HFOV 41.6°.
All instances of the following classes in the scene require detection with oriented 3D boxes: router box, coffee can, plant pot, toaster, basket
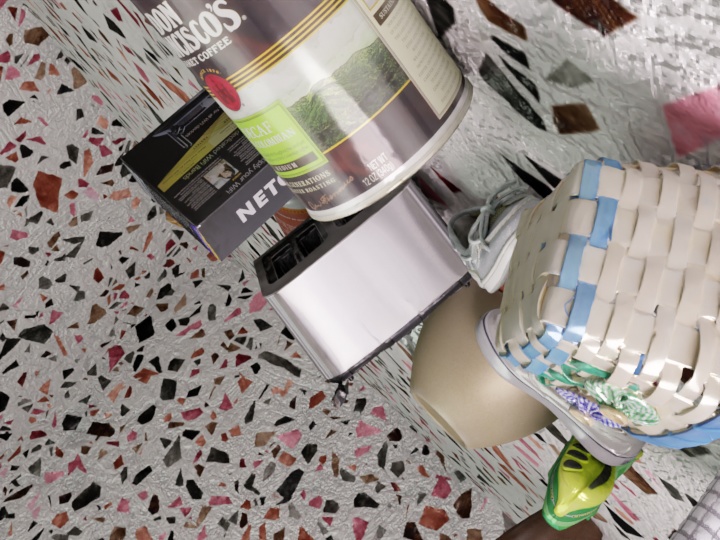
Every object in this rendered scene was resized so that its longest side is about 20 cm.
[{"bbox_3d":[-0.108,-0.123,0.898,0.157,0.200,0.052,38,165,41],"label":"router box"},{"bbox_3d":[-0.039,-0.155,0.620,0.200,0.146,0.146,49,170,-23],"label":"coffee can"},{"bbox_3d":[0.134,0.121,1.067,0.200,0.134,0.200,44,171,9],"label":"plant pot"},{"bbox_3d":[0.000,0.000,0.906,0.119,0.180,0.200,50,-178,-19],"label":"toaster"},{"bbox_3d":[0.178,0.024,0.495,0.197,0.141,0.176,11,170,0],"label":"basket"},{"bbox_3d":[0.323,0.503,1.654,0.187,0.200,0.187,43,170,9],"label":"plant pot"}]

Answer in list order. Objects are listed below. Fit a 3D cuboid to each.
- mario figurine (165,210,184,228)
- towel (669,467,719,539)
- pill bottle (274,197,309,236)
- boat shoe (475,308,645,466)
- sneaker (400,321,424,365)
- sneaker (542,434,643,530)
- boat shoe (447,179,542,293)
[{"bbox_3d":[-0.150,-0.137,1.059,0.105,0.202,0.123,21,178,18],"label":"mario figurine"},{"bbox_3d":[0.291,0.222,0.701,0.085,0.166,0.201,30,164,37],"label":"towel"},{"bbox_3d":[-0.048,-0.084,1.071,0.112,0.112,0.200,42,170,21],"label":"pill bottle"},{"bbox_3d":[0.197,0.100,0.917,0.200,0.072,0.066,47,143,22],"label":"boat shoe"},{"bbox_3d":[0.097,0.072,1.208,0.078,0.099,0.202,-25,85,52],"label":"sneaker"},{"bbox_3d":[0.228,0.202,0.967,0.074,0.084,0.199,43,-154,18],"label":"sneaker"},{"bbox_3d":[0.105,-0.030,0.748,0.065,0.074,0.202,46,179,2],"label":"boat shoe"}]
